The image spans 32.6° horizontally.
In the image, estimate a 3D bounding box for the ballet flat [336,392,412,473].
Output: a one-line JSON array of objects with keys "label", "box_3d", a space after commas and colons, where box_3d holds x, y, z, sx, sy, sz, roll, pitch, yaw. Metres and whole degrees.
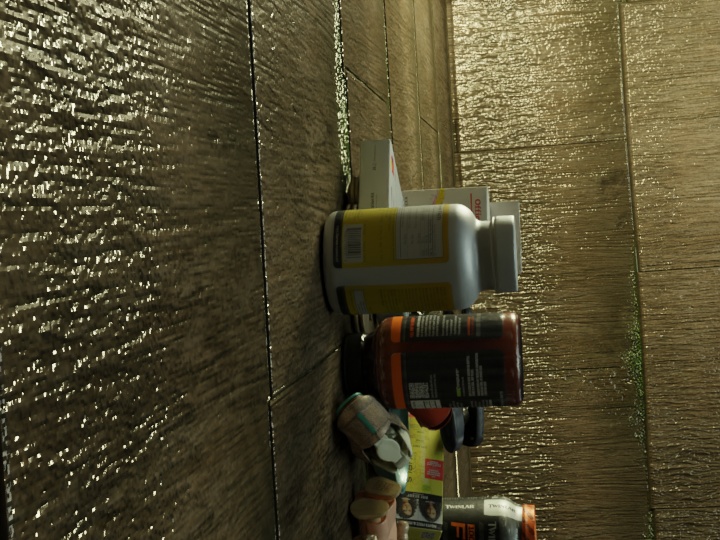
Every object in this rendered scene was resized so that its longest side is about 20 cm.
[{"label": "ballet flat", "box_3d": [0.022, 0.192, 1.372, 0.067, 0.068, 0.200, 43, -1, 22]}]

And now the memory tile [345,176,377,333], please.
[{"label": "memory tile", "box_3d": [0.000, 0.000, 1.489, 0.154, 0.017, 0.201, -85, 169, -45]}]

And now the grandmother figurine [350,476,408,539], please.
[{"label": "grandmother figurine", "box_3d": [0.027, 0.338, 1.434, 0.121, 0.060, 0.201, -38, 132, -46]}]

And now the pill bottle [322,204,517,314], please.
[{"label": "pill bottle", "box_3d": [0.065, -0.012, 1.304, 0.112, 0.199, 0.113, -2, 90, -81]}]

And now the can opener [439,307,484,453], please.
[{"label": "can opener", "box_3d": [0.142, 0.147, 1.682, 0.079, 0.063, 0.201, -27, 118, -79]}]

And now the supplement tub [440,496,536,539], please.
[{"label": "supplement tub", "box_3d": [0.149, 0.382, 1.740, 0.122, 0.199, 0.123, -4, 90, -81]}]

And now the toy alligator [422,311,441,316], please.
[{"label": "toy alligator", "box_3d": [0.088, 0.084, 1.510, 0.059, 0.054, 0.200, -50, 179, -16]}]

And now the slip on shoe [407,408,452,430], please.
[{"label": "slip on shoe", "box_3d": [0.088, 0.165, 1.565, 0.061, 0.074, 0.200, 54, -5, 16]}]

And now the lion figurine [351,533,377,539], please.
[{"label": "lion figurine", "box_3d": [0.007, 0.355, 1.287, 0.200, 0.072, 0.123, 101, -22, -63]}]

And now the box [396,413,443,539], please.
[{"label": "box", "box_3d": [0.076, 0.274, 1.682, 0.050, 0.075, 0.201, 104, -7, -49]}]

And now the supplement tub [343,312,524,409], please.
[{"label": "supplement tub", "box_3d": [0.083, 0.102, 1.389, 0.107, 0.199, 0.108, -2, 90, -82]}]

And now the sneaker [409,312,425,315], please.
[{"label": "sneaker", "box_3d": [0.080, 0.066, 1.729, 0.099, 0.070, 0.201, 124, -25, -58]}]

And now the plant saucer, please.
[{"label": "plant saucer", "box_3d": [0.035, 0.188, 1.590, 0.200, 0.036, 0.201, -3, 90, -81]}]

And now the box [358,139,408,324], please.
[{"label": "box", "box_3d": [0.031, -0.040, 1.518, 0.200, 0.041, 0.157, 75, 15, -60]}]

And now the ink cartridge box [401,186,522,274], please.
[{"label": "ink cartridge box", "box_3d": [0.121, -0.050, 1.698, 0.067, 0.199, 0.118, 61, 27, -71]}]
